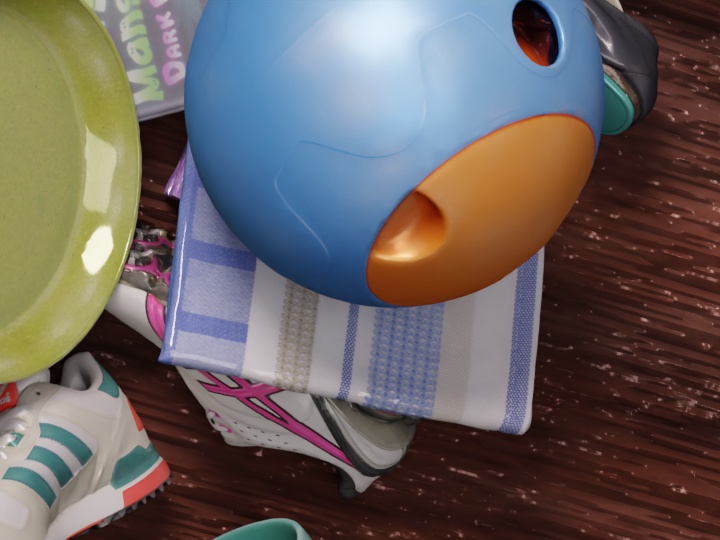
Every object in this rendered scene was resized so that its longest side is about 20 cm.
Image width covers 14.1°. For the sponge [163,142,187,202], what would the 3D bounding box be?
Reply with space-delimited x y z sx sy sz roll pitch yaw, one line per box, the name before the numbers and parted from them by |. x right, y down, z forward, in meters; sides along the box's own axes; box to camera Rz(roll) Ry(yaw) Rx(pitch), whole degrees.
sponge | -0.011 -0.106 1.518 0.111 0.030 0.201 25 89 -13

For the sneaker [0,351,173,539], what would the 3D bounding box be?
sneaker | -0.175 0.100 1.442 0.070 0.200 0.094 -24 93 34

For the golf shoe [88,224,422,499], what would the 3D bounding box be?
golf shoe | -0.064 0.050 1.499 0.199 0.073 0.092 28 112 -6

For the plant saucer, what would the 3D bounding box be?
plant saucer | -0.180 -0.047 1.391 0.200 0.031 0.201 -7 99 -53

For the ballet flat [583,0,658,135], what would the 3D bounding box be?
ballet flat | 0.076 -0.151 1.490 0.200 0.073 0.073 38 87 -11

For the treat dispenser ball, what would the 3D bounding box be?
treat dispenser ball | 0.016 -0.082 1.385 0.200 0.201 0.202 -1 95 -11

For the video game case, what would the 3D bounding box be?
video game case | -0.128 -0.166 1.434 0.181 0.023 0.201 -15 117 -5

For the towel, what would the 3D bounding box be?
towel | 0.000 0.000 1.474 0.199 0.024 0.147 11 66 -16

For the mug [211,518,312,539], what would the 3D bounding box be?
mug | -0.070 0.218 1.487 0.152 0.185 0.115 -42 105 -29
